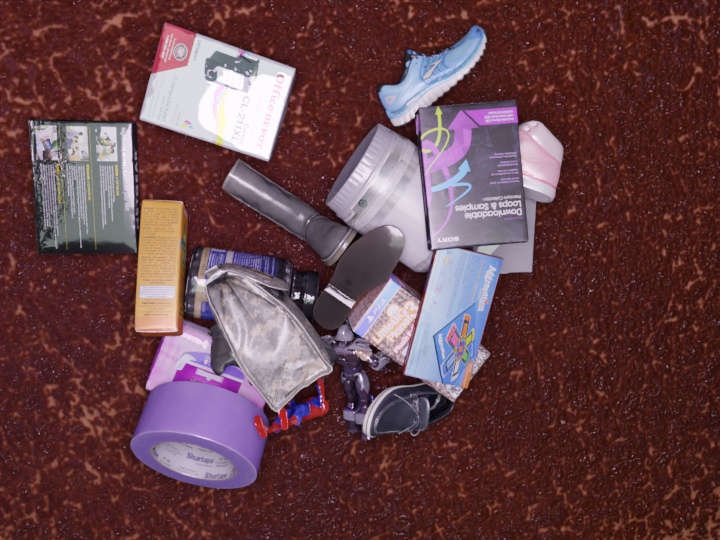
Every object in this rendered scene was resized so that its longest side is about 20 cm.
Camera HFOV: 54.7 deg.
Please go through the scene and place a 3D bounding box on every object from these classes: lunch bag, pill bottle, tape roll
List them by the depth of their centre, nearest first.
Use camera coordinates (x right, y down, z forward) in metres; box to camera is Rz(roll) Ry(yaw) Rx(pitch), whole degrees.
[{"bbox_3d":[-0.137,0.068,0.961,0.117,0.164,0.201,-36,98,-5],"label":"lunch bag"},{"bbox_3d":[-0.247,0.260,1.085,0.198,0.086,0.201,7,141,5],"label":"tape roll"},{"bbox_3d":[-0.169,0.030,1.094,0.198,0.112,0.113,8,100,-8],"label":"pill bottle"}]

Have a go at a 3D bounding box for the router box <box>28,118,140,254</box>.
[{"bbox_3d":[-0.417,-0.126,1.063,0.148,0.051,0.202,0,101,-9],"label":"router box"}]

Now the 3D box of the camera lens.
[{"bbox_3d":[0.067,-0.106,1.072,0.199,0.160,0.161,33,95,-12],"label":"camera lens"}]

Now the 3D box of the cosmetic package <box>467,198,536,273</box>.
[{"bbox_3d":[0.225,-0.099,1.133,0.106,0.090,0.202,1,104,-6],"label":"cosmetic package"}]

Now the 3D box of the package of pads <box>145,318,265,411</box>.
[{"bbox_3d":[-0.235,0.166,1.130,0.198,0.076,0.121,21,95,-11],"label":"package of pads"}]

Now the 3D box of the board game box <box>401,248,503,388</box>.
[{"bbox_3d":[0.135,0.067,1.023,0.102,0.019,0.202,13,98,-8],"label":"board game box"}]

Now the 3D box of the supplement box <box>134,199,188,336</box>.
[{"bbox_3d":[-0.302,-0.003,1.061,0.068,0.067,0.202,-1,79,-7],"label":"supplement box"}]

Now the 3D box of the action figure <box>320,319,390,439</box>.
[{"bbox_3d":[-0.011,0.172,1.144,0.069,0.129,0.202,-27,114,-44],"label":"action figure"}]

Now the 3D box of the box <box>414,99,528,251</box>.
[{"bbox_3d":[0.157,-0.133,0.981,0.141,0.036,0.202,-6,90,-3],"label":"box"}]

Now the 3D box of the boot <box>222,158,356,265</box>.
[{"bbox_3d":[-0.112,-0.094,1.050,0.200,0.182,0.073,41,80,-17],"label":"boot"}]

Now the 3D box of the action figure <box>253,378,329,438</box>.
[{"bbox_3d":[-0.106,0.199,1.110,0.065,0.200,0.100,-21,79,16],"label":"action figure"}]

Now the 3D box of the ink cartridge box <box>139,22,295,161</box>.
[{"bbox_3d":[-0.209,-0.264,1.047,0.198,0.083,0.147,16,98,-9],"label":"ink cartridge box"}]

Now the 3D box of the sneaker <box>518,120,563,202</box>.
[{"bbox_3d":[0.210,-0.183,1.041,0.199,0.075,0.106,20,87,-1],"label":"sneaker"}]

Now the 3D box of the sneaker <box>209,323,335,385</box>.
[{"bbox_3d":[-0.137,0.135,1.080,0.198,0.076,0.092,7,74,-7],"label":"sneaker"}]

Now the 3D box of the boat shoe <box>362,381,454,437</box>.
[{"bbox_3d":[0.082,0.227,1.134,0.199,0.062,0.075,-6,110,-46],"label":"boat shoe"}]

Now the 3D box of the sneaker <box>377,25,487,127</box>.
[{"bbox_3d":[0.110,-0.316,1.081,0.200,0.078,0.090,-40,100,1],"label":"sneaker"}]

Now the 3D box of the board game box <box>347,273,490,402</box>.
[{"bbox_3d":[0.084,0.093,1.113,0.199,0.159,0.097,36,94,-12],"label":"board game box"}]

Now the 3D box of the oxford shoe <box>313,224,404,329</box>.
[{"bbox_3d":[0.000,0.000,1.046,0.071,0.071,0.200,42,119,0],"label":"oxford shoe"}]
